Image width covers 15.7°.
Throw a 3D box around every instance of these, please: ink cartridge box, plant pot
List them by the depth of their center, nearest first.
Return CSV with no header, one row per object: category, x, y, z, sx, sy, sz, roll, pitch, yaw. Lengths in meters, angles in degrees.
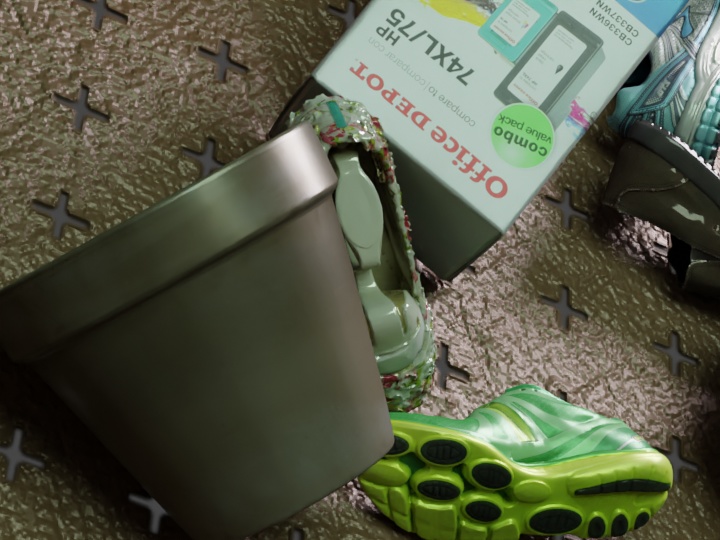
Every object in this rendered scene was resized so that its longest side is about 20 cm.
plant pot,-0.074,0.043,1.368,0.200,0.200,0.174,-32,96,-45
ink cartridge box,0.070,-0.123,1.552,0.147,0.146,0.200,39,74,-3

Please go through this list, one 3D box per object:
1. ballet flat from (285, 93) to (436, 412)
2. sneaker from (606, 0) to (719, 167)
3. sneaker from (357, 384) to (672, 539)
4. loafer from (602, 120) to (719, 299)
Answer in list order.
ballet flat,0.000,0.000,1.453,0.076,0.200,0.064,-19,21,-7
sneaker,0.213,-0.150,1.777,0.086,0.078,0.200,15,37,2
sneaker,0.080,0.110,1.498,0.200,0.074,0.084,8,28,-26
loafer,0.233,-0.012,1.699,0.200,0.071,0.073,41,0,-11
